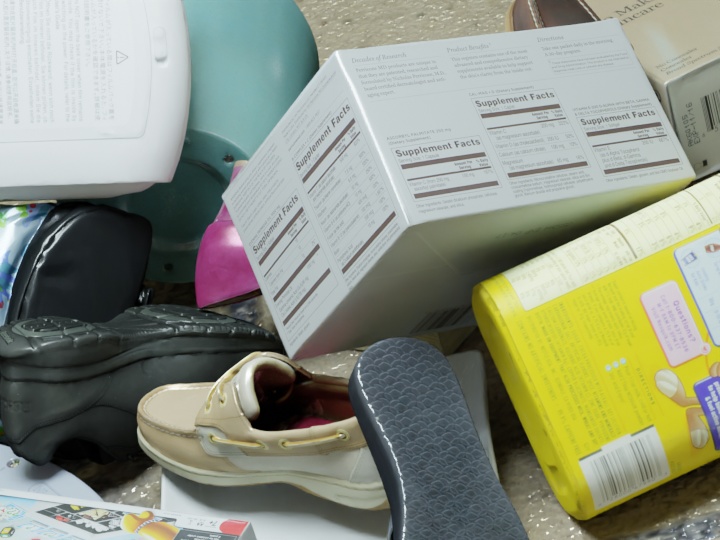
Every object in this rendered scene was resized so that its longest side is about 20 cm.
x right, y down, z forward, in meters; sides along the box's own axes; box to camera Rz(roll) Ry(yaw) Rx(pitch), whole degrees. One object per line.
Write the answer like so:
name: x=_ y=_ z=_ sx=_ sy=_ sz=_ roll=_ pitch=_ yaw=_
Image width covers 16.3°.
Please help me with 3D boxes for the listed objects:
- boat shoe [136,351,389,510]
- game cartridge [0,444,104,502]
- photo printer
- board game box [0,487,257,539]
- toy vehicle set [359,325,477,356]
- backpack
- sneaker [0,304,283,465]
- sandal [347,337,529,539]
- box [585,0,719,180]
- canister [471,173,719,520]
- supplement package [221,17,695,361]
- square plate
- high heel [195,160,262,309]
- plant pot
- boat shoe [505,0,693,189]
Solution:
boat shoe: x=-0.049 y=0.079 z=1.412 sx=0.199 sy=0.069 sz=0.074 roll=6 pitch=36 yaw=35
game cartridge: x=-0.208 y=0.167 z=1.445 sx=0.133 sy=0.041 sz=0.200 roll=-34 pitch=33 yaw=-19
photo printer: x=-0.204 y=-0.126 z=1.545 sx=0.199 sy=0.167 sz=0.069 roll=-3 pitch=1 yaw=2
board game box: x=-0.167 y=0.175 z=1.340 sx=0.199 sy=0.035 sz=0.126 roll=4 pitch=40 yaw=26
toy vehicle set: x=0.052 y=-0.016 z=1.618 sx=0.124 sy=0.027 sz=0.200 roll=7 pitch=38 yaw=37
backpack: x=-0.247 y=0.026 z=1.596 sx=0.200 sy=0.153 sz=0.164 roll=3 pitch=75 yaw=54
sneaker: x=-0.135 y=0.070 z=1.520 sx=0.199 sy=0.091 sz=0.076 roll=-5 pitch=12 yaw=-35
sandal: x=0.043 y=0.129 z=1.304 sx=0.076 sy=0.043 sz=0.201 roll=-2 pitch=57 yaw=-17
box: x=0.201 y=-0.141 z=1.698 sx=0.095 sy=0.078 sz=0.200 roll=-26 pitch=31 yaw=-14
canister: x=0.177 y=0.031 z=1.355 sx=0.199 sy=0.149 sz=0.087 roll=-24 pitch=-3 yaw=-7
supplement package: x=0.053 y=-0.046 z=1.408 sx=0.199 sy=0.156 sz=0.111 roll=-9 pitch=66 yaw=-34
square plate: x=-0.017 y=0.128 z=1.413 sx=0.197 sy=0.029 sz=0.200 roll=-14 pitch=30 yaw=6
high heel: x=0.000 y=0.000 z=1.535 sx=0.199 sy=0.067 sz=0.096 roll=15 pitch=76 yaw=4
plant pot: x=-0.122 y=-0.088 z=1.677 sx=0.200 sy=0.201 sz=0.161 roll=-14 pitch=37 yaw=6
boat shoe: x=0.156 y=-0.112 z=1.590 sx=0.070 sy=0.070 sz=0.201 roll=-9 pitch=59 yaw=-30
